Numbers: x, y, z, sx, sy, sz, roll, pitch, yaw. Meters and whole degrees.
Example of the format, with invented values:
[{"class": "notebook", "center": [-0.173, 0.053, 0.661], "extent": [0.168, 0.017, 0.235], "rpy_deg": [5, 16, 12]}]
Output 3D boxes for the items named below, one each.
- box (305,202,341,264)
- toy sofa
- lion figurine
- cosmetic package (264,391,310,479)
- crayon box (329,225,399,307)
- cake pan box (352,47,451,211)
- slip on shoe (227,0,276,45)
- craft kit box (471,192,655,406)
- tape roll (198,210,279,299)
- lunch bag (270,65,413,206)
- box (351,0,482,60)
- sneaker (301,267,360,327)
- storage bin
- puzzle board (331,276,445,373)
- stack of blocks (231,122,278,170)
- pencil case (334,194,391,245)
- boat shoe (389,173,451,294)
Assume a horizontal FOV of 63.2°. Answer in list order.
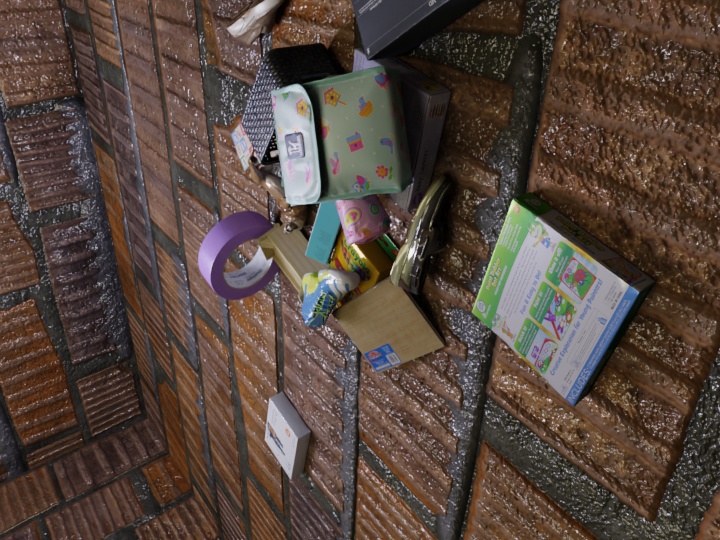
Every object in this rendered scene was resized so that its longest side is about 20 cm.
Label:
[{"class": "box", "center": [-0.050, -0.112, 1.088], "extent": [0.048, 0.083, 0.202], "rpy_deg": [22, 136, 0]}, {"class": "toy sofa", "center": [-0.136, -0.013, 1.292], "extent": [0.201, 0.096, 0.084], "rpy_deg": [48, 166, 30]}, {"class": "lion figurine", "center": [-0.176, -0.174, 1.223], "extent": [0.202, 0.072, 0.122], "rpy_deg": [54, 157, -9]}, {"class": "cosmetic package", "center": [-0.209, 0.468, 1.658], "extent": [0.151, 0.051, 0.204], "rpy_deg": [43, 138, 32]}, {"class": "crayon box", "center": [0.000, 0.000, 1.110], "extent": [0.128, 0.050, 0.203], "rpy_deg": [51, 142, 28]}, {"class": "cake pan box", "center": [0.048, -0.221, 0.928], "extent": [0.184, 0.051, 0.205], "rpy_deg": [44, 139, 38]}, {"class": "slip on shoe", "center": [-0.189, -0.492, 1.132], "extent": [0.060, 0.078, 0.197], "rpy_deg": [39, 151, -31]}, {"class": "craft kit box", "center": [0.250, 0.037, 0.769], "extent": [0.197, 0.048, 0.204], "rpy_deg": [43, 138, 32]}, {"class": "tape roll", "center": [-0.274, -0.033, 1.359], "extent": [0.065, 0.196, 0.204], "rpy_deg": [41, 137, 34]}, {"class": "lunch bag", "center": [-0.033, -0.189, 0.842], "extent": [0.193, 0.122, 0.176], "rpy_deg": [-4, 104, 15]}, {"class": "box", "center": [0.070, -0.392, 0.782], "extent": [0.198, 0.077, 0.146], "rpy_deg": [-10, 95, 56]}, {"class": "sneaker", "center": [-0.058, 0.055, 1.089], "extent": [0.199, 0.073, 0.109], "rpy_deg": [171, 108, -68]}, {"class": "storage bin", "center": [-0.123, -0.297, 1.060], "extent": [0.095, 0.133, 0.200], "rpy_deg": [60, 145, 13]}, {"class": "puzzle board", "center": [0.047, 0.102, 1.069], "extent": [0.152, 0.017, 0.199], "rpy_deg": [52, 138, -6]}, {"class": "stack of blocks", "center": [-0.203, -0.281, 1.256], "extent": [0.198, 0.057, 0.118], "rpy_deg": [-21, 90, 57]}, {"class": "pencil case", "center": [-0.016, -0.145, 0.948], "extent": [0.087, 0.086, 0.206], "rpy_deg": [-20, 90, 57]}, {"class": "boat shoe", "center": [0.106, -0.052, 0.920], "extent": [0.064, 0.073, 0.204], "rpy_deg": [28, 126, 11]}]
